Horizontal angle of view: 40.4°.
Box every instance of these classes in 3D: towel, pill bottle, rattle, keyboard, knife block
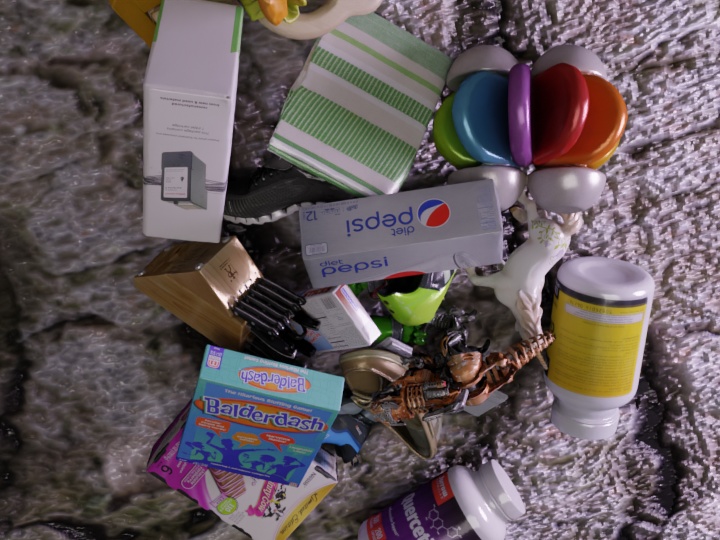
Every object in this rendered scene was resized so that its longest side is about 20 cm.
[{"bbox_3d":[0.002,-0.177,1.024,0.152,0.023,0.201,27,66,-13],"label":"towel"},{"bbox_3d":[0.276,0.093,1.155,0.112,0.112,0.201,2,111,-3],"label":"pill bottle"},{"bbox_3d":[-0.013,-0.290,0.954,0.199,0.143,0.131,1,91,-16],"label":"rattle"},{"bbox_3d":[0.090,0.131,1.179,0.200,0.011,0.056,28,137,-30],"label":"keyboard"},{"bbox_3d":[0.103,0.323,1.237,0.200,0.113,0.113,-34,109,10],"label":"pill bottle"},{"bbox_3d":[-0.140,0.051,1.088,0.200,0.064,0.176,-5,124,46],"label":"knife block"}]

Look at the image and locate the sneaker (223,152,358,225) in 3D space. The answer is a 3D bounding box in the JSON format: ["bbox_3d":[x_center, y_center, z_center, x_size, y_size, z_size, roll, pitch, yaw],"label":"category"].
[{"bbox_3d":[-0.080,-0.103,1.065,0.199,0.067,0.091,-4,134,17],"label":"sneaker"}]

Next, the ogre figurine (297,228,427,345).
[{"bbox_3d":[0.000,0.000,1.118,0.120,0.098,0.201,-16,123,-8],"label":"ogre figurine"}]

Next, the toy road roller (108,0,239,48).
[{"bbox_3d":[-0.213,-0.337,0.980,0.123,0.146,0.200,-30,147,8],"label":"toy road roller"}]

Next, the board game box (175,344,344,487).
[{"bbox_3d":[-0.116,0.167,1.089,0.152,0.045,0.200,14,141,-8],"label":"board game box"}]

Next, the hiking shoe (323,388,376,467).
[{"bbox_3d":[-0.076,0.169,1.180,0.199,0.074,0.087,23,89,-10],"label":"hiking shoe"}]

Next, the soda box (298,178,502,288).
[{"bbox_3d":[0.041,-0.035,0.986,0.199,0.064,0.068,-8,152,3],"label":"soda box"}]

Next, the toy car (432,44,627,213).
[{"bbox_3d":[0.175,-0.154,1.009,0.199,0.150,0.176,1,83,3],"label":"toy car"}]

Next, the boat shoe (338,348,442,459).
[{"bbox_3d":[0.039,0.157,1.155,0.073,0.063,0.201,-13,142,23],"label":"boat shoe"}]

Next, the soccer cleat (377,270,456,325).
[{"bbox_3d":[0.084,-0.035,1.076,0.081,0.067,0.200,44,66,-44],"label":"soccer cleat"}]

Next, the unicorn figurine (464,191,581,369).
[{"bbox_3d":[0.183,-0.001,1.106,0.074,0.137,0.200,-8,132,-39],"label":"unicorn figurine"}]

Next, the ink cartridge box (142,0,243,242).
[{"bbox_3d":[-0.170,-0.148,0.986,0.084,0.146,0.200,6,139,-8],"label":"ink cartridge box"}]

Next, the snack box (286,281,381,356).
[{"bbox_3d":[-0.059,0.059,1.094,0.024,0.200,0.072,-45,107,-31],"label":"snack box"}]

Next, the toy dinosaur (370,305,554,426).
[{"bbox_3d":[0.109,0.113,1.069,0.199,0.136,0.102,-2,118,-3],"label":"toy dinosaur"}]

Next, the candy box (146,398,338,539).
[{"bbox_3d":[-0.145,0.243,1.223,0.200,0.061,0.136,36,105,-15],"label":"candy box"}]
